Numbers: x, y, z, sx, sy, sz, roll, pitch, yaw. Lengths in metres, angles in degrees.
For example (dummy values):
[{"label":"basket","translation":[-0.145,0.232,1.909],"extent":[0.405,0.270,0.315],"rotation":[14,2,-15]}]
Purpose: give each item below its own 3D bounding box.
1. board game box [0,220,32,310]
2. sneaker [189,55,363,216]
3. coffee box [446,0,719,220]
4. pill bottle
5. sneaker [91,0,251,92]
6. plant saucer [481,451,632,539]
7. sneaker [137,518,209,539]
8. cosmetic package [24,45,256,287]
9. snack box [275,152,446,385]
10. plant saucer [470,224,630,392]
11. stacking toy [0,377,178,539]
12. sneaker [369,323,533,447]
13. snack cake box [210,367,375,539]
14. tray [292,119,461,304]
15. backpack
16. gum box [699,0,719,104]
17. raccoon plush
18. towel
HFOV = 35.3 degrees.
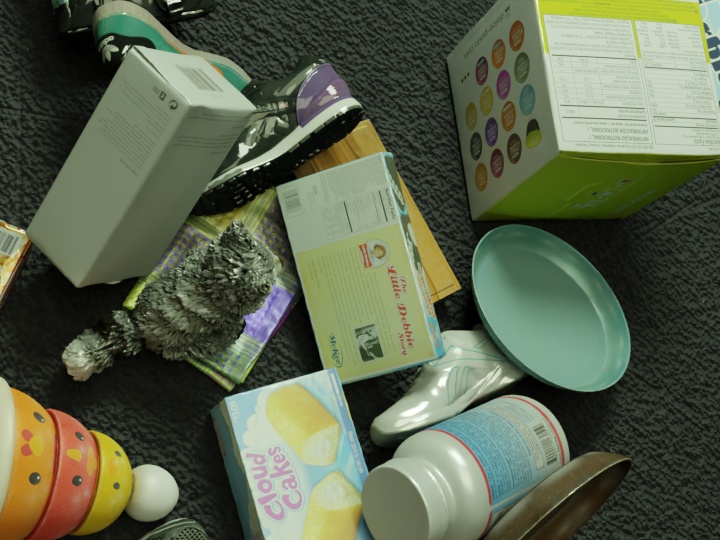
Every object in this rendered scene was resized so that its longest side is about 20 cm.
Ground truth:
[{"label":"board game box","translation":[-0.396,0.028,0.980],"extent":[0.150,0.046,0.202],"rotation":[26,66,-11]},{"label":"sneaker","translation":[-0.101,-0.131,1.091],"extent":[0.199,0.076,0.088],"rotation":[-33,76,-9]},{"label":"coffee box","translation":[0.230,-0.174,1.188],"extent":[0.197,0.200,0.200],"rotation":[-1,74,-21]},{"label":"pill bottle","translation":[0.096,0.190,1.040],"extent":[0.199,0.108,0.110],"rotation":[-14,77,-45]},{"label":"sneaker","translation":[-0.171,-0.172,1.077],"extent":[0.199,0.071,0.081],"rotation":[27,38,-40]},{"label":"plant saucer","translation":[0.169,0.233,1.046],"extent":[0.199,0.201,0.032],"rotation":[-29,62,-25]},{"label":"sneaker","translation":[-0.194,0.293,0.946],"extent":[0.080,0.086,0.200],"rotation":[44,64,-3]},{"label":"cosmetic package","translation":[-0.192,-0.087,0.991],"extent":[0.081,0.201,0.113],"rotation":[43,20,15]},{"label":"snack box","translation":[0.000,0.000,1.084],"extent":[0.115,0.037,0.203],"rotation":[-15,89,19]},{"label":"plant saucer","translation":[0.192,0.042,1.170],"extent":[0.198,0.027,0.202],"rotation":[20,46,-22]},{"label":"stacking toy","translation":[-0.245,0.175,0.962],"extent":[0.198,0.145,0.148],"rotation":[14,67,-34]},{"label":"sneaker","translation":[0.080,0.111,1.121],"extent":[0.199,0.070,0.081],"rotation":[-25,77,-33]},{"label":"snack cake box","translation":[-0.054,0.204,1.036],"extent":[0.114,0.067,0.202],"rotation":[-13,78,-24]},{"label":"tray","translation":[0.015,-0.049,1.148],"extent":[0.098,0.037,0.202],"rotation":[-24,81,-39]},{"label":"backpack","translation":[-0.242,-0.336,1.111],"extent":[0.161,0.154,0.203],"rotation":[-15,103,-17]},{"label":"gum box","translation":[0.407,-0.279,1.372],"extent":[0.198,0.045,0.172],"rotation":[-20,80,-25]},{"label":"raccoon plush","translation":[-0.156,0.039,0.991],"extent":[0.200,0.134,0.097],"rotation":[-40,90,-26]},{"label":"towel","translation":[-0.124,-0.002,1.102],"extent":[0.143,0.023,0.201],"rotation":[37,64,-6]}]
